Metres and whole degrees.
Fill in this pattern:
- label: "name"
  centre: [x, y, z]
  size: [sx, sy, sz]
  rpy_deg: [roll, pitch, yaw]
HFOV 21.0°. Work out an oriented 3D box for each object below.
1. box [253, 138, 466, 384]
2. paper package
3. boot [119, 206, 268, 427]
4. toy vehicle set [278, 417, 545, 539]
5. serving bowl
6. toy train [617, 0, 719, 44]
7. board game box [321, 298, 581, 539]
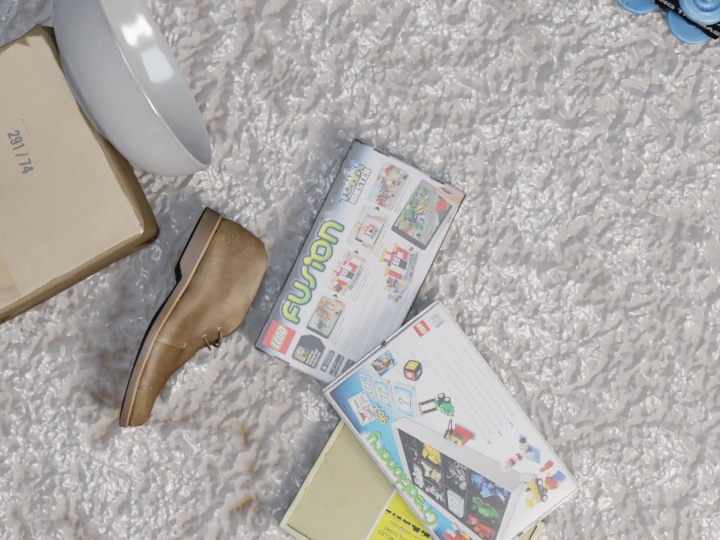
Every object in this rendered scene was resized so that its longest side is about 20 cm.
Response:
- label: "box"
  centre: [0.000, 0.000, 1.669]
  size: [0.110, 0.035, 0.201]
  rpy_deg: [26, 89, 1]
- label: "paper package"
  centre: [-0.295, -0.075, 1.641]
  size: [0.190, 0.103, 0.201]
  rpy_deg: [-28, 89, 1]
- label: "boot"
  centre: [-0.144, 0.052, 1.656]
  size: [0.075, 0.074, 0.201]
  rpy_deg: [27, 87, -9]
- label: "toy vehicle set"
  centre: [0.044, 0.218, 1.667]
  size: [0.199, 0.027, 0.125]
  rpy_deg: [32, 89, 1]
- label: "serving bowl"
  centre: [-0.198, -0.159, 1.597]
  size: [0.066, 0.200, 0.201]
  rpy_deg: [-28, 89, 8]
- label: "toy train"
  centre: [0.260, -0.277, 1.650]
  size: [0.199, 0.087, 0.115]
  rpy_deg: [31, 80, 4]
- label: "board game box"
  centre: [0.076, 0.141, 1.634]
  size: [0.126, 0.035, 0.200]
  rpy_deg: [-37, 91, -1]
